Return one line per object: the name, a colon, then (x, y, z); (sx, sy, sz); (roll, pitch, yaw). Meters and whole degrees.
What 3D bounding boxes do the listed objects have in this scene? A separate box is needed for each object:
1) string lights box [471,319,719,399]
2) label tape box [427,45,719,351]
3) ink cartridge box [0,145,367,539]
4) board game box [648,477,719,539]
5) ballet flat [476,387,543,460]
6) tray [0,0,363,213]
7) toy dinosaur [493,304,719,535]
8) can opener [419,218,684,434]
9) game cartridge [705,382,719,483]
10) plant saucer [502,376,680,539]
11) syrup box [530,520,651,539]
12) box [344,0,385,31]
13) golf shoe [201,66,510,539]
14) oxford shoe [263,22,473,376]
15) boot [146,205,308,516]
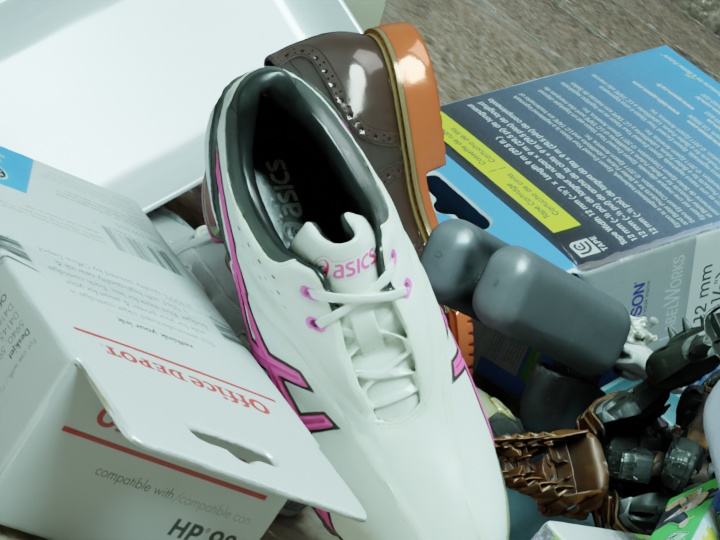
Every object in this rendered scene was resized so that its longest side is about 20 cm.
string lights box: (0.143, 0.041, 1.369); (0.200, 0.103, 0.059); (32, 10, 35)
label tape box: (0.102, -0.025, 1.302); (0.199, 0.066, 0.143); (-18, 40, -28)
ink cartridge box: (-0.095, 0.038, 0.988); (0.115, 0.067, 0.200); (23, 19, -42)
board game box: (0.149, 0.182, 0.962); (0.201, 0.029, 0.135); (58, 28, -7)
ballet flat: (0.115, 0.109, 1.257); (0.200, 0.057, 0.066); (37, 14, 5)
tray: (-0.092, -0.083, 1.203); (0.199, 0.022, 0.108); (-31, 88, -31)
toy dinosaur: (0.127, 0.077, 1.129); (0.199, 0.136, 0.103); (-26, 86, -42)
can opener: (0.076, 0.030, 1.128); (0.052, 0.067, 0.200); (24, -5, 26)
game cartridge: (0.184, 0.127, 0.988); (0.133, 0.040, 0.201); (12, 55, -61)
plant saucer: (0.090, 0.094, 1.205); (0.070, 0.019, 0.200); (40, 36, 20)
syrup box: (0.120, 0.155, 1.078); (0.079, 0.082, 0.200); (45, 16, 32)
box: (-0.100, -0.115, 1.290); (0.199, 0.096, 0.078); (6, 26, -23)
golf shoe: (-0.007, 0.022, 1.014); (0.092, 0.072, 0.201); (89, -25, -74)
oxford shoe: (0.000, 0.000, 1.199); (0.072, 0.202, 0.071); (-7, -5, -19)
boot: (-0.041, 0.005, 1.151); (0.073, 0.096, 0.200); (24, 19, -38)
